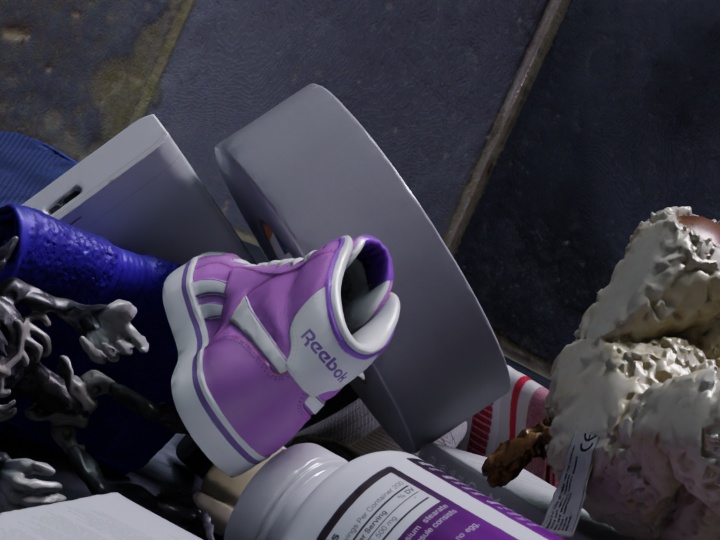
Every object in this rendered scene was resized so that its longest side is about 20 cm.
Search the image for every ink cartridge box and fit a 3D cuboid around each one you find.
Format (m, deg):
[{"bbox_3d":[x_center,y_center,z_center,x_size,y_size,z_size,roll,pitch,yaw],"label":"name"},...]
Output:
[{"bbox_3d":[-0.090,0.135,0.801,0.108,0.051,0.200,26,4,13],"label":"ink cartridge box"}]

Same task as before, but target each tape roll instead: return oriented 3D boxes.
[{"bbox_3d":[0.000,0.000,1.151,0.201,0.066,0.200,55,-7,10],"label":"tape roll"}]

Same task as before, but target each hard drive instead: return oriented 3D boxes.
[{"bbox_3d":[-0.129,0.009,1.187,0.026,0.132,0.200,52,-4,34],"label":"hard drive"}]

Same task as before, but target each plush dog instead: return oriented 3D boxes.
[{"bbox_3d":[0.171,0.097,1.044,0.171,0.160,0.201,36,26,-29],"label":"plush dog"}]

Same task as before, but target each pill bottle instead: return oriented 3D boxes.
[{"bbox_3d":[0.037,0.152,0.917,0.199,0.113,0.112,27,4,33],"label":"pill bottle"}]

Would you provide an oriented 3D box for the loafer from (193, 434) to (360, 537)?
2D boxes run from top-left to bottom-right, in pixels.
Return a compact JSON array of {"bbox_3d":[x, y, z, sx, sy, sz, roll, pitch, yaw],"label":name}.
[{"bbox_3d":[-0.014,0.135,1.213,0.075,0.069,0.200,28,5,36],"label":"loafer"}]

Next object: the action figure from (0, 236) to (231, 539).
[{"bbox_3d":[-0.144,0.063,1.017,0.199,0.119,0.102,30,-4,-25],"label":"action figure"}]

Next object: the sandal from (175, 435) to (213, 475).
[{"bbox_3d":[-0.068,0.067,1.247,0.043,0.076,0.200,44,-28,-2],"label":"sandal"}]

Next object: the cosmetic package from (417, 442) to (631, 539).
[{"bbox_3d":[0.103,0.178,1.074,0.090,0.108,0.199,20,4,-43],"label":"cosmetic package"}]

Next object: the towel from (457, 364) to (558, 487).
[{"bbox_3d":[0.066,0.123,1.371,0.023,0.145,0.200,4,14,-32],"label":"towel"}]

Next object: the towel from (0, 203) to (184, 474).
[{"bbox_3d":[-0.153,0.045,1.132,0.199,0.147,0.050,20,39,-46],"label":"towel"}]

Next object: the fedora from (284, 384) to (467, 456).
[{"bbox_3d":[-0.007,0.101,1.353,0.199,0.177,0.091,-17,-67,41],"label":"fedora"}]

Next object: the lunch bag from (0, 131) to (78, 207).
[{"bbox_3d":[-0.224,0.001,1.296,0.199,0.133,0.135,28,20,38],"label":"lunch bag"}]

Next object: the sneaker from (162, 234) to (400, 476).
[{"bbox_3d":[-0.031,0.020,1.018,0.073,0.114,0.201,48,7,-21],"label":"sneaker"}]
